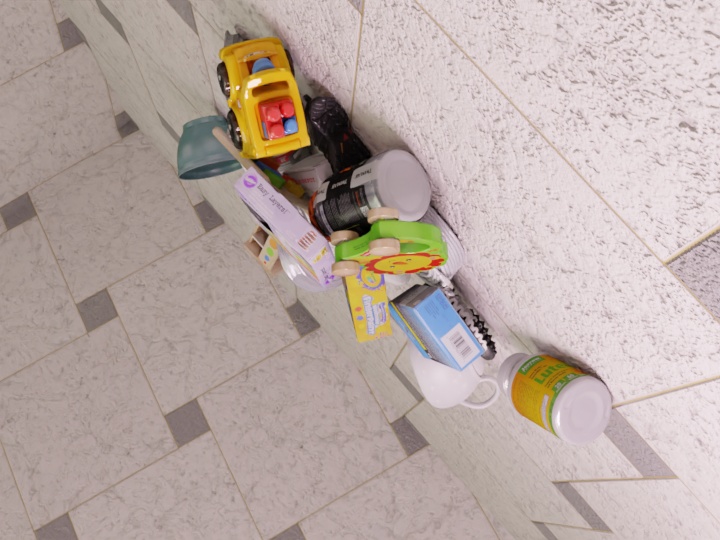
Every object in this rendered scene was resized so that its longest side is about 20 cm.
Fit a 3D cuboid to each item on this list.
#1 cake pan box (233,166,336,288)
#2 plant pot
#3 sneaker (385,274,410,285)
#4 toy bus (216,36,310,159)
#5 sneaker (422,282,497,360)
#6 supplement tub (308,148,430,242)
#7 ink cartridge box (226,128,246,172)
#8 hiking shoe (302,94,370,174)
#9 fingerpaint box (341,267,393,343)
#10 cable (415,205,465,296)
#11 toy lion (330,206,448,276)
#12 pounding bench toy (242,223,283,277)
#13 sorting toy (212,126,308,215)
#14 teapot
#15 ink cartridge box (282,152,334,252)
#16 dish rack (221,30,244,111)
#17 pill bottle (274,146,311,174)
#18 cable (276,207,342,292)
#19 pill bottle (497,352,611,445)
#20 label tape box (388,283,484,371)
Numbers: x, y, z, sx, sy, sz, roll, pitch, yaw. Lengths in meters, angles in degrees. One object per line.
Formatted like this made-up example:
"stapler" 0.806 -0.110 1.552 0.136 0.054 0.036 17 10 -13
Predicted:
"cake pan box" -0.125 -0.073 1.570 0.200 0.052 0.184 45 170 14
"plant pot" -0.404 -0.334 2.446 0.200 0.197 0.136 157 99 -78
"sneaker" 0.041 -0.049 1.878 0.201 0.074 0.087 53 164 -16
"toy bus" -0.157 -0.288 1.541 0.192 0.134 0.203 -143 39 -71
"sneaker" 0.176 0.101 1.747 0.201 0.090 0.066 51 -161 7
"supplement tub" 0.009 -0.113 1.483 0.199 0.123 0.123 -17 117 49
"ink cartridge box" -0.226 -0.260 2.053 0.201 0.044 0.177 60 -164 -29
"hiking shoe" -0.039 -0.226 1.637 0.202 0.075 0.101 66 171 -27
"fingerpaint box" 0.000 0.000 1.656 0.201 0.072 0.168 80 177 -47
"cable" 0.097 -0.065 1.605 0.201 0.069 0.200 57 167 -30
"toy lion" 0.061 -0.032 1.432 0.199 0.189 0.070 -28 62 58
"pounding bench toy" -0.193 -0.112 2.485 0.124 0.199 0.156 44 137 10
"sorting toy" -0.174 -0.188 1.730 0.185 0.037 0.200 46 -173 27
"teapot" 0.192 0.179 1.860 0.200 0.144 0.200 34 -141 -66
"ink cartridge box" -0.056 -0.126 1.804 0.145 0.084 0.202 2 117 59
"dish rack" -0.227 -0.350 1.793 0.201 0.043 0.173 77 -171 -49
"pill bottle" -0.156 -0.232 1.938 0.111 0.110 0.201 42 167 31
"cable" -0.081 -0.058 1.927 0.069 0.198 0.203 -9 92 53
"pill bottle" 0.313 0.203 1.518 0.112 0.111 0.200 54 168 -24
"label tape box" 0.129 0.099 1.667 0.145 0.063 0.200 53 170 -11
